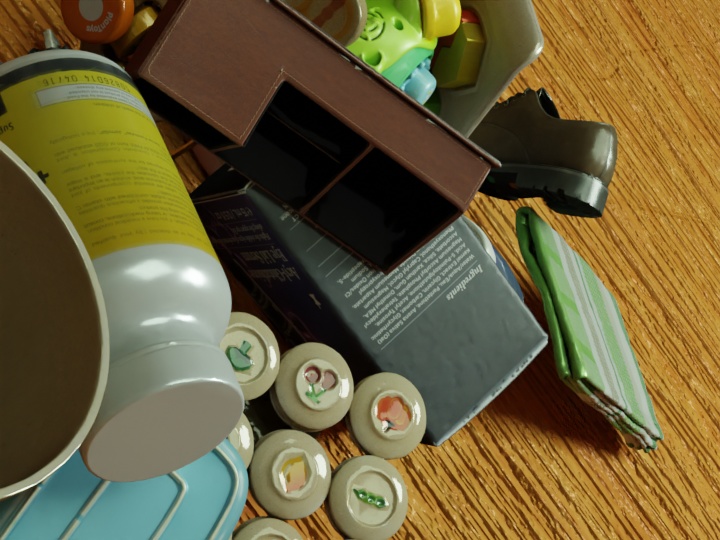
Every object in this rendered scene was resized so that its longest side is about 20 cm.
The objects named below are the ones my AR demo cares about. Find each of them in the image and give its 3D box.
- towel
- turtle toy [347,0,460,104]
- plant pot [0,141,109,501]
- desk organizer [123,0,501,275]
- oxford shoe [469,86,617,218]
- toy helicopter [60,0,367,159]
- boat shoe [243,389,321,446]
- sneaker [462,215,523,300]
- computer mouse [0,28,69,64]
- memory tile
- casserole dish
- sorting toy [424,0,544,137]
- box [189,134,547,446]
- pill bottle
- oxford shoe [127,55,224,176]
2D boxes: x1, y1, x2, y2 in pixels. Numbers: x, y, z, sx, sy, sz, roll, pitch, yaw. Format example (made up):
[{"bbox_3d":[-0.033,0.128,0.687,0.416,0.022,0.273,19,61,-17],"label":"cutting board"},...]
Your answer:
[{"bbox_3d":[0.173,0.050,1.240,0.200,0.030,0.151,38,32,-56],"label":"towel"},{"bbox_3d":[-0.012,-0.162,1.155,0.200,0.144,0.102,-122,-155,-65],"label":"turtle toy"},{"bbox_3d":[-0.241,0.050,0.691,0.186,0.199,0.189,29,44,-32],"label":"plant pot"},{"bbox_3d":[-0.030,-0.081,0.884,0.199,0.072,0.077,35,80,-17],"label":"desk organizer"},{"bbox_3d":[0.117,-0.099,1.232,0.072,0.199,0.085,27,81,-50],"label":"oxford shoe"},{"bbox_3d":[-0.088,-0.140,1.026,0.079,0.198,0.134,-28,109,-69],"label":"toy helicopter"},{"bbox_3d":[-0.111,0.112,0.908,0.199,0.065,0.073,-27,92,-35],"label":"boat shoe"},{"bbox_3d":[0.045,-0.018,1.191,0.200,0.080,0.147,46,-6,33],"label":"sneaker"},{"bbox_3d":[-0.238,-0.108,0.943,0.199,0.053,0.140,15,53,-41],"label":"computer mouse"},{"bbox_3d":[-0.060,0.103,0.883,0.198,0.017,0.155,23,70,-20],"label":"memory tile"},{"bbox_3d":[-0.133,0.138,0.811,0.121,0.039,0.201,41,66,-12],"label":"casserole dish"},{"bbox_3d":[0.051,-0.178,1.202,0.036,0.200,0.187,4,58,-30],"label":"sorting toy"},{"bbox_3d":[0.000,0.000,1.010,0.104,0.148,0.201,-41,102,-17],"label":"box"},{"bbox_3d":[-0.130,-0.003,0.787,0.111,0.112,0.201,7,45,-45],"label":"pill bottle"},{"bbox_3d":[-0.107,-0.152,1.106,0.201,0.074,0.071,55,36,-1],"label":"oxford shoe"}]
